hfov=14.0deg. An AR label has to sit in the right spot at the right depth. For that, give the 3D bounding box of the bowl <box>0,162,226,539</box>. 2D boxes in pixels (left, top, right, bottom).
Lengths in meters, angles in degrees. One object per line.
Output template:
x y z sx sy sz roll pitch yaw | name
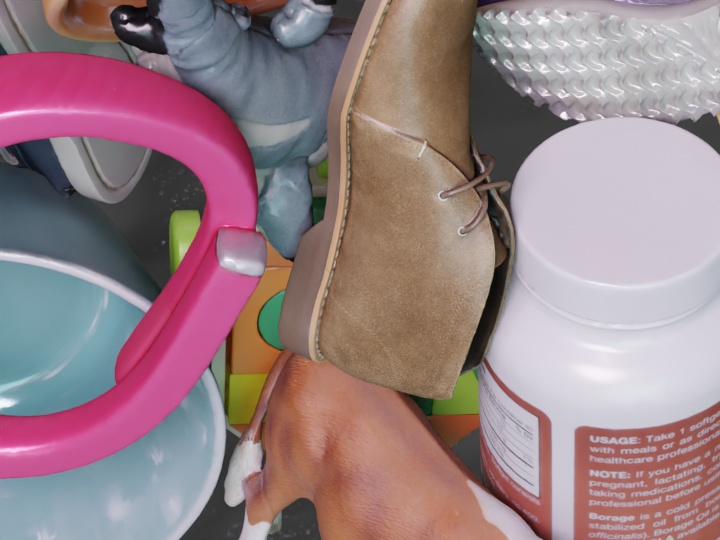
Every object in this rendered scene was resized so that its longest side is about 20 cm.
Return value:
-0.156 0.035 1.149 0.201 0.105 0.201 -4 131 -5 | bowl

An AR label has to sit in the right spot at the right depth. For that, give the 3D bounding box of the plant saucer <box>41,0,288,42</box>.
-0.018 -0.133 1.006 0.200 0.037 0.200 -19 173 -2 | plant saucer

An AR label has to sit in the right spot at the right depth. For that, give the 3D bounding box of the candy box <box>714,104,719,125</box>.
0.197 -0.048 1.068 0.115 0.200 0.055 -28 130 14 | candy box

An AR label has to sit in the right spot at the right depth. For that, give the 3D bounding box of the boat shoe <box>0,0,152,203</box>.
-0.128 -0.102 1.055 0.062 0.075 0.200 11 150 23 | boat shoe

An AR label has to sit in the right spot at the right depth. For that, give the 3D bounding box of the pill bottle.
0.101 0.038 1.138 0.112 0.112 0.200 -7 140 -3 | pill bottle

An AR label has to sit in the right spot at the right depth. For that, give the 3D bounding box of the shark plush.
-0.042 -0.085 1.036 0.083 0.091 0.200 -36 149 6 | shark plush

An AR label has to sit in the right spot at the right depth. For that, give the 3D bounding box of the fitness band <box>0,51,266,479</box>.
-0.117 0.003 1.021 0.144 0.037 0.200 14 135 -22 | fitness band

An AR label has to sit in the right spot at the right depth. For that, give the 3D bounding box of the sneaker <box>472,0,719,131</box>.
0.134 -0.114 1.084 0.200 0.100 0.070 -5 139 38 | sneaker

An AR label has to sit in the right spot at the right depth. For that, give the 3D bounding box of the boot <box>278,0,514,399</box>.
0.028 -0.041 1.046 0.075 0.074 0.200 26 128 20 | boot

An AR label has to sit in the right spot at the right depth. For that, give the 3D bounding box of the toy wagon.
0.000 0.000 1.186 0.155 0.040 0.200 -2 131 -7 | toy wagon

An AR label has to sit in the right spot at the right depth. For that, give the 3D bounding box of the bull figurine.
0.020 0.116 1.151 0.065 0.200 0.121 -4 139 -47 | bull figurine
